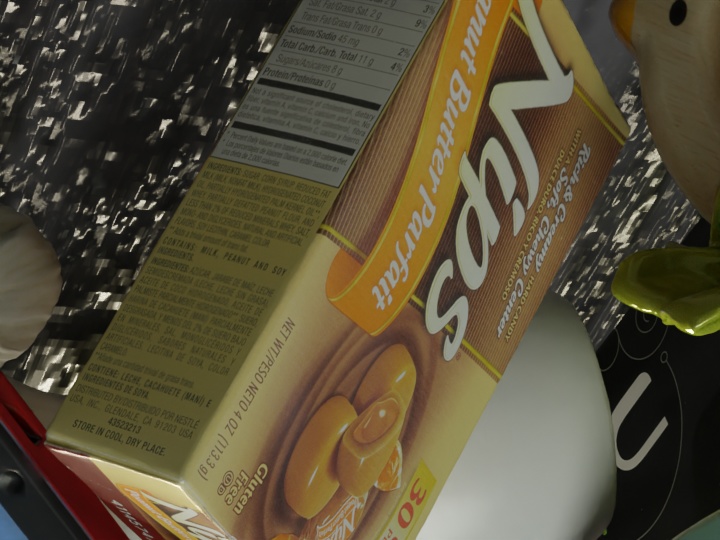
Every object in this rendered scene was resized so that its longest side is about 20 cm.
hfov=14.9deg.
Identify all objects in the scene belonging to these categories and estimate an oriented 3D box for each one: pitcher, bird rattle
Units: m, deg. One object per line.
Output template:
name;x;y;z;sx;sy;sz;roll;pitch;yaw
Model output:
pitcher;-0.016;0.085;0.894;0.199;0.172;0.121;-10;146;-10
bird rattle;0.160;-0.052;0.820;0.200;0.164;0.113;-33;160;14

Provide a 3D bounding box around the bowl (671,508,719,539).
bowl;0.172;0.159;0.874;0.200;0.105;0.201;-9;135;-9

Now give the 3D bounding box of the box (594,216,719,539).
box;0.162;0.075;0.971;0.124;0.149;0.200;13;130;-30

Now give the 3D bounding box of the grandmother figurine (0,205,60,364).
grandmother figurine;-0.173;0.047;0.862;0.200;0.061;0.121;-39;117;22

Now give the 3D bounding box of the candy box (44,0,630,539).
candy box;0.000;0.000;0.805;0.201;0.055;0.116;-61;144;-21

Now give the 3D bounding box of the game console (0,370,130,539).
game console;-0.152;0.097;0.816;0.177;0.031;0.200;-35;94;24
